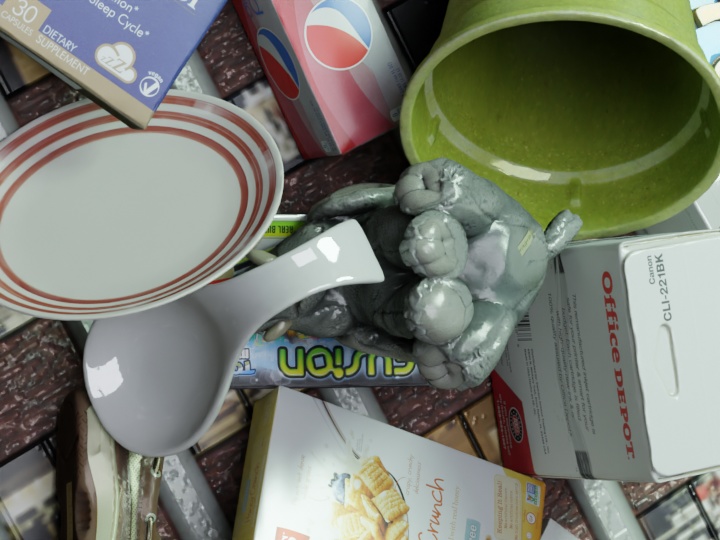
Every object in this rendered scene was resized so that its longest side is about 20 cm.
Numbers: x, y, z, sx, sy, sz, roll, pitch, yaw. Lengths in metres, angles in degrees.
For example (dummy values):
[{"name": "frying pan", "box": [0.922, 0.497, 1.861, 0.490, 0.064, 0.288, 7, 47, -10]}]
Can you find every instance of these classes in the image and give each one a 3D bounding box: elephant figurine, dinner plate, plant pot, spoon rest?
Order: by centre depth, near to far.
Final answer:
[{"name": "spoon rest", "box": [-0.083, 0.035, 1.565, 0.061, 0.200, 0.100, -5, 66, -62]}, {"name": "dinner plate", "box": [-0.141, -0.035, 1.594, 0.200, 0.200, 0.024, -32, 134, -21]}, {"name": "elephant figurine", "box": [0.000, 0.000, 1.641, 0.155, 0.200, 0.142, 40, 57, -40]}, {"name": "plant pot", "box": [0.129, -0.152, 1.688, 0.200, 0.200, 0.185, 24, 46, -21]}]

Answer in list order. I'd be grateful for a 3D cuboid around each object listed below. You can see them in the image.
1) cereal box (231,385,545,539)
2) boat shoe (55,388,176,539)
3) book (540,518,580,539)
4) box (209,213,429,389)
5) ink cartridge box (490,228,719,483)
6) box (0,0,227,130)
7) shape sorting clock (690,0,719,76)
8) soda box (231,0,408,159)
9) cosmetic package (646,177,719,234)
[{"name": "cereal box", "box": [0.017, 0.169, 1.684, 0.199, 0.040, 0.144, 21, 60, -24]}, {"name": "boat shoe", "box": [-0.140, 0.173, 1.630, 0.075, 0.075, 0.203, 3, 86, -22]}, {"name": "book", "box": [0.161, 0.271, 1.776, 0.200, 0.048, 0.134, 36, 73, -15]}, {"name": "box", "box": [-0.031, 0.019, 1.704, 0.199, 0.035, 0.111, 0, 89, -23]}, {"name": "ink cartridge box", "box": [0.158, 0.053, 1.694, 0.083, 0.200, 0.145, -9, 92, -23]}, {"name": "box", "box": [-0.125, -0.199, 1.609, 0.121, 0.032, 0.200, 34, 81, -15]}, {"name": "shape sorting clock", "box": [0.301, -0.162, 1.768, 0.199, 0.039, 0.201, 3, 81, -20]}, {"name": "soda box", "box": [-0.039, -0.172, 1.689, 0.063, 0.070, 0.201, -28, 99, -19]}, {"name": "cosmetic package", "box": [0.291, -0.060, 1.818, 0.200, 0.085, 0.108, -36, 100, -22]}]
